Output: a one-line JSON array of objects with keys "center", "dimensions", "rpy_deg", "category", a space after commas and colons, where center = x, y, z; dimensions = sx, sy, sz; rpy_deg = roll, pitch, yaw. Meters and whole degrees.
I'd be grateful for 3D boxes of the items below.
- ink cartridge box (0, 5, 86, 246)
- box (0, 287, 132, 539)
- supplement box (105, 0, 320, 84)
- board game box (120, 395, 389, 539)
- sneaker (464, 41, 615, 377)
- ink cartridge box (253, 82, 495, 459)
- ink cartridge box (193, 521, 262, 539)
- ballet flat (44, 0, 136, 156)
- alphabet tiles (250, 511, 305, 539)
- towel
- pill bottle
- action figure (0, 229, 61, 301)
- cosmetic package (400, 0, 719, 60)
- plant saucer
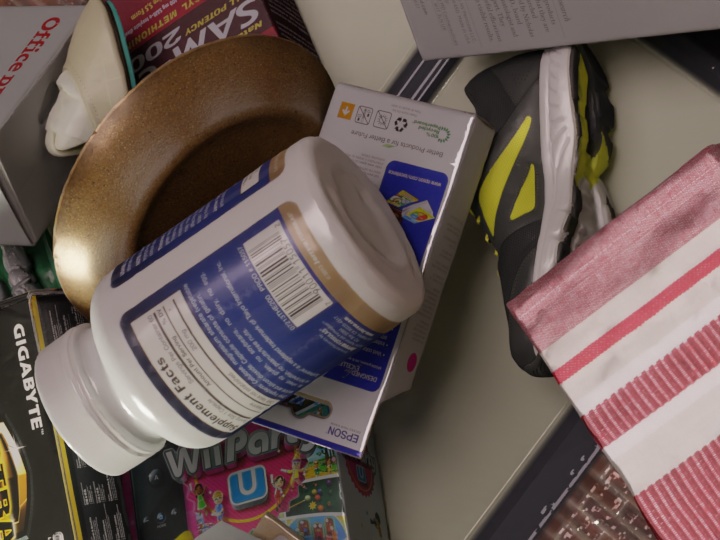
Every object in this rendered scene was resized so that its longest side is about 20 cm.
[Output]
[{"center": [-0.267, -0.093, 1.472], "dimensions": [0.199, 0.083, 0.146], "rpy_deg": [3, 44, 29], "category": "ink cartridge box"}, {"center": [-0.213, 0.126, 1.368], "dimensions": [0.159, 0.049, 0.202], "rpy_deg": [-17, 81, 40], "category": "box"}, {"center": [-0.103, -0.164, 1.453], "dimensions": [0.108, 0.061, 0.201], "rpy_deg": [-32, 65, 17], "category": "supplement box"}, {"center": [-0.062, 0.142, 1.346], "dimensions": [0.147, 0.064, 0.201], "rpy_deg": [-18, 68, 22], "category": "board game box"}, {"center": [0.096, -0.033, 1.311], "dimensions": [0.084, 0.074, 0.201], "rpy_deg": [-9, 63, 32], "category": "sneaker"}, {"center": [0.000, 0.000, 1.297], "dimensions": [0.094, 0.037, 0.201], "rpy_deg": [16, 82, 30], "category": "ink cartridge box"}, {"center": [-0.038, 0.249, 1.196], "dimensions": [0.199, 0.145, 0.146], "rpy_deg": [23, 109, 17], "category": "ink cartridge box"}, {"center": [-0.156, -0.062, 1.401], "dimensions": [0.069, 0.069, 0.201], "rpy_deg": [-9, 101, 25], "category": "ballet flat"}, {"center": [-0.013, 0.256, 1.270], "dimensions": [0.199, 0.008, 0.168], "rpy_deg": [36, 110, 13], "category": "alphabet tiles"}, {"center": [0.182, 0.053, 1.185], "dimensions": [0.144, 0.023, 0.201], "rpy_deg": [-37, 67, 13], "category": "towel"}, {"center": [-0.074, 0.026, 1.246], "dimensions": [0.199, 0.111, 0.111], "rpy_deg": [-33, 63, 17], "category": "pill bottle"}, {"center": [-0.201, 0.044, 1.431], "dimensions": [0.118, 0.054, 0.200], "rpy_deg": [-57, 47, 26], "category": "action figure"}, {"center": [0.127, -0.182, 1.303], "dimensions": [0.199, 0.072, 0.102], "rpy_deg": [-4, 38, 27], "category": "cosmetic package"}, {"center": [-0.082, -0.038, 1.323], "dimensions": [0.201, 0.200, 0.035], "rpy_deg": [-53, 53, 6], "category": "plant saucer"}]
